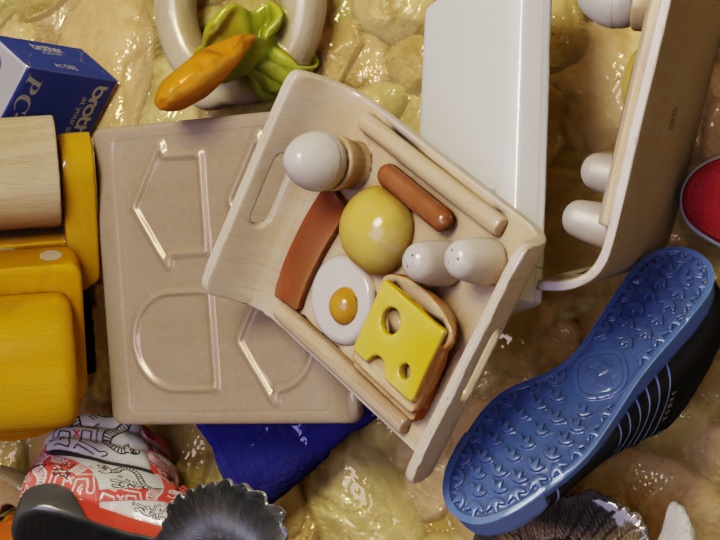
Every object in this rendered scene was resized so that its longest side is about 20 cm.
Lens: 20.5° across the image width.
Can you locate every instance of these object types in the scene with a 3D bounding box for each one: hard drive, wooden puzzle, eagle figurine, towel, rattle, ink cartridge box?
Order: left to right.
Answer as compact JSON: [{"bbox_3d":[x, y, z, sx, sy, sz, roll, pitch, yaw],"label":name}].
[{"bbox_3d":[-0.250,-0.059,1.340,0.044,0.094,0.201,40,109,26],"label":"ink cartridge box"},{"bbox_3d":[-0.108,-0.201,1.239,0.130,0.142,0.202,-4,95,47],"label":"rattle"},{"bbox_3d":[-0.090,0.234,1.212,0.200,0.152,0.151,-44,68,0],"label":"eagle figurine"},{"bbox_3d":[-0.077,0.000,1.222,0.198,0.046,0.187,-3,92,34],"label":"wooden puzzle"},{"bbox_3d":[-0.036,0.040,1.253,0.200,0.049,0.148,-41,75,26],"label":"towel"},{"bbox_3d":[0.068,-0.070,1.136,0.132,0.026,0.202,155,120,-65],"label":"hard drive"},{"bbox_3d":[0.141,0.193,1.104,0.198,0.152,0.152,-14,105,23],"label":"eagle figurine"}]

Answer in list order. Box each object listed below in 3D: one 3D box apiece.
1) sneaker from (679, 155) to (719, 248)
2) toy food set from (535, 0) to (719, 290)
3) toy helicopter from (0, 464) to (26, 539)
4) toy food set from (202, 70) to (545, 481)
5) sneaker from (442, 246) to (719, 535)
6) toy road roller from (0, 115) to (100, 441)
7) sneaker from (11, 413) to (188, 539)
[{"bbox_3d":[0.250,-0.027,1.049,0.198,0.112,0.072,12,96,29],"label":"sneaker"},{"bbox_3d":[0.143,-0.089,1.088,0.060,0.143,0.202,16,99,20],"label":"toy food set"},{"bbox_3d":[-0.253,0.227,1.364,0.131,0.079,0.202,16,111,22],"label":"toy helicopter"},{"bbox_3d":[0.000,0.000,1.079,0.200,0.060,0.144,41,115,39],"label":"toy food set"},{"bbox_3d":[0.131,0.079,1.093,0.200,0.078,0.070,-43,51,-11],"label":"sneaker"},{"bbox_3d":[-0.222,0.016,1.248,0.122,0.146,0.202,-5,118,-11],"label":"toy road roller"},{"bbox_3d":[-0.118,0.157,1.286,0.200,0.108,0.068,19,127,-6],"label":"sneaker"}]
